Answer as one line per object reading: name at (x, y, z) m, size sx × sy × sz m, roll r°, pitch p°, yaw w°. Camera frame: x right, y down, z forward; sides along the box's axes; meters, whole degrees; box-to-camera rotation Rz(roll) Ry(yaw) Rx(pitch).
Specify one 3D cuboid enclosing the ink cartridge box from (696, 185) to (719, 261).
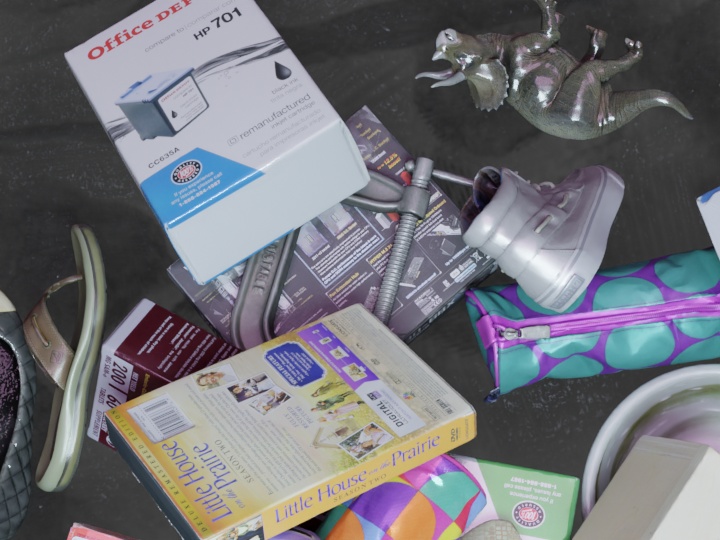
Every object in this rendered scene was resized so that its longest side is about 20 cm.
ink cartridge box at (0.331, -0.007, 1.108) m, size 0.076 × 0.200 × 0.136 m, roll -26°, pitch 78°, yaw 31°

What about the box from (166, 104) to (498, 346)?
box at (-0.020, -0.001, 1.169) m, size 0.200 × 0.050 × 0.158 m, roll -41°, pitch 80°, yaw -6°

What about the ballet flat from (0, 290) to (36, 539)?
ballet flat at (-0.275, 0.103, 1.153) m, size 0.066 × 0.057 × 0.200 m, roll -7°, pitch 79°, yaw 0°

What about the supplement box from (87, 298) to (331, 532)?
supplement box at (-0.092, 0.115, 1.111) m, size 0.200 × 0.109 × 0.061 m, roll 27°, pitch 45°, yaw 9°

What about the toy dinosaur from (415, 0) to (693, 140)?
toy dinosaur at (0.153, -0.145, 1.191) m, size 0.200 × 0.077 × 0.102 m, roll 27°, pitch 93°, yaw 2°

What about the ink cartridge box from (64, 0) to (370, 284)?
ink cartridge box at (-0.108, -0.111, 1.138) m, size 0.146 × 0.086 × 0.200 m, roll -32°, pitch 56°, yaw -4°

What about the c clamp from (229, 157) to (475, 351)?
c clamp at (0.000, 0.000, 1.128) m, size 0.171 × 0.027 × 0.200 m, roll 21°, pitch 79°, yaw 6°

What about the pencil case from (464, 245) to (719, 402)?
pencil case at (0.181, 0.037, 1.132) m, size 0.200 × 0.092 × 0.085 m, roll -10°, pitch 88°, yaw 1°

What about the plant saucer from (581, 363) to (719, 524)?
plant saucer at (0.258, 0.169, 1.127) m, size 0.200 × 0.050 × 0.200 m, roll 0°, pitch 79°, yaw 1°

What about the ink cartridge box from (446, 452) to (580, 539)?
ink cartridge box at (0.068, 0.234, 1.103) m, size 0.147 × 0.083 × 0.200 m, roll 10°, pitch 80°, yaw 4°

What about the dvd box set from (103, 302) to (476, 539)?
dvd box set at (-0.047, 0.101, 1.010) m, size 0.200 × 0.029 × 0.146 m, roll -23°, pitch 39°, yaw -24°

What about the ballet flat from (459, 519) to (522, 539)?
ballet flat at (0.049, 0.252, 1.026) m, size 0.067 × 0.062 × 0.200 m, roll 37°, pitch 83°, yaw 4°

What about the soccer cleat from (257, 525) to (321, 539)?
soccer cleat at (-0.080, 0.171, 1.007) m, size 0.076 × 0.200 × 0.067 m, roll 42°, pitch 83°, yaw -20°

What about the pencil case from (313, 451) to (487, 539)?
pencil case at (-0.001, 0.202, 1.023) m, size 0.088 × 0.088 × 0.200 m, roll 37°, pitch 79°, yaw 8°

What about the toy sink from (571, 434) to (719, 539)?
toy sink at (0.199, 0.228, 1.021) m, size 0.130 × 0.112 × 0.200 m, roll 37°, pitch 79°, yaw -11°

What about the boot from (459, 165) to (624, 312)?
boot at (0.127, -0.048, 1.102) m, size 0.096 × 0.200 × 0.074 m, roll 36°, pitch 114°, yaw -4°

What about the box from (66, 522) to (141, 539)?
box at (-0.118, 0.255, 1.099) m, size 0.200 × 0.095 × 0.103 m, roll 15°, pitch 80°, yaw 4°

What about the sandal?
sandal at (-0.224, 0.061, 1.144) m, size 0.057 × 0.080 × 0.201 m, roll 11°, pitch 80°, yaw -13°
